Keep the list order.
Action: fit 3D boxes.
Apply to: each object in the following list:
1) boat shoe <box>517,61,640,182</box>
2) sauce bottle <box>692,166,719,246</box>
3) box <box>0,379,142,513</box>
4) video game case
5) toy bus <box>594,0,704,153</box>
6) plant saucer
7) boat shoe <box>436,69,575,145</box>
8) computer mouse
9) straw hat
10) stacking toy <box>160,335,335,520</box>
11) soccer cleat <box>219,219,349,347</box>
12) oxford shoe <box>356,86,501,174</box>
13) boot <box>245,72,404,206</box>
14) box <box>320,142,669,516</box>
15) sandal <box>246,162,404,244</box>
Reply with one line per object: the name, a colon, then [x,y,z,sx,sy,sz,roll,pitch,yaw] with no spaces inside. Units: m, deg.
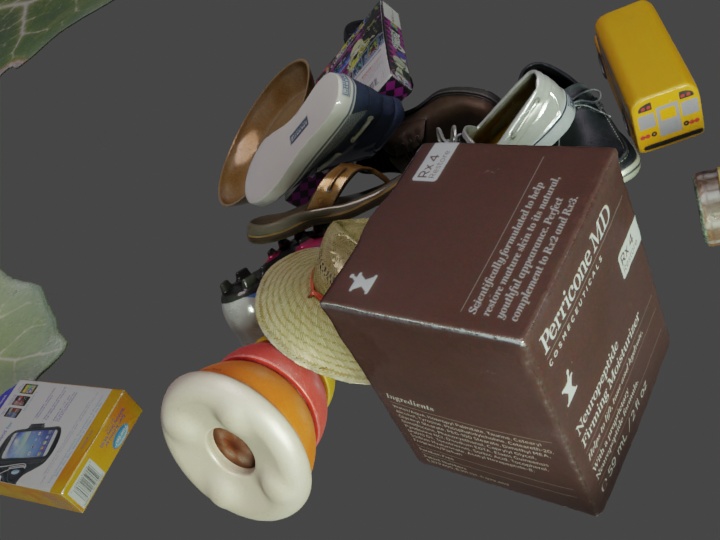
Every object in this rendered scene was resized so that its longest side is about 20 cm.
boat shoe: [0.209,-0.147,0.876,0.073,0.063,0.201,-27,40,3]
sauce bottle: [0.365,-0.065,0.682,0.196,0.065,0.066,-11,43,26]
box: [-0.331,0.177,0.915,0.196,0.042,0.120,-2,48,36]
video game case: [-0.021,-0.195,1.032,0.200,0.035,0.183,-46,30,29]
toy bus: [0.278,-0.199,0.869,0.064,0.079,0.203,-18,41,15]
plant saucer: [-0.107,-0.161,1.074,0.200,0.035,0.203,-43,32,34]
boat shoe: [0.108,-0.113,0.845,0.201,0.085,0.075,-42,38,23]
computer mouse: [0.024,-0.277,1.167,0.057,0.035,0.202,-16,44,-8]
straw hat: [0.000,0.000,0.770,0.196,0.087,0.203,8,33,-5]
stacking toy: [-0.066,0.101,0.772,0.143,0.149,0.200,0,31,33]
soccer cleat: [-0.065,0.016,0.891,0.069,0.088,0.199,-8,20,41]
oxford shoe: [0.073,-0.140,0.958,0.197,0.073,0.086,-12,43,41]
boot: [-0.041,-0.123,0.932,0.199,0.089,0.074,-37,51,43]
box: [0.107,0.039,0.638,0.162,0.202,0.167,9,54,38]
sandal: [-0.030,-0.078,0.898,0.196,0.055,0.080,-16,9,10]
